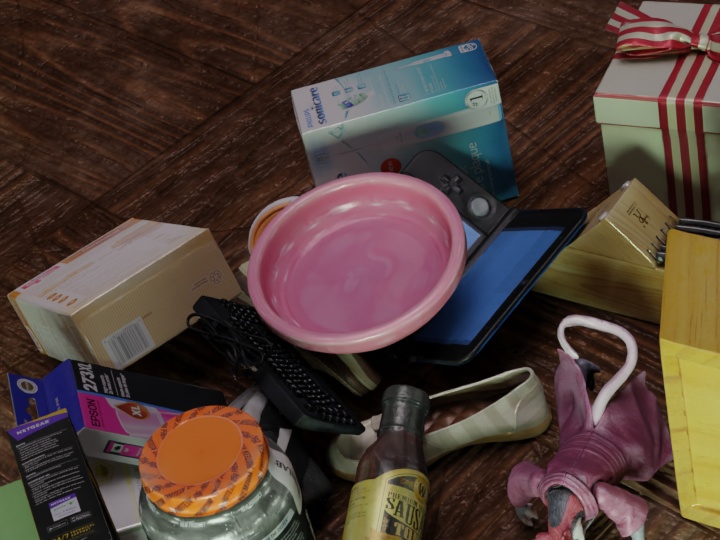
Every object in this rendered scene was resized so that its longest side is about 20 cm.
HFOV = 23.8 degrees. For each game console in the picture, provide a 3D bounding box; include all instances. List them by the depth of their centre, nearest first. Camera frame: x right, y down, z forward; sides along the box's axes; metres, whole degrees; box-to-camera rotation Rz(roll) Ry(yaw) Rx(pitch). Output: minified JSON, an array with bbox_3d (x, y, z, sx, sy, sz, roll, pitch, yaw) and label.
[{"bbox_3d":[0.077,-0.018,1.561,0.171,0.118,0.200,39,66,7],"label":"game console"}]

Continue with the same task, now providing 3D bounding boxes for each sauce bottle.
[{"bbox_3d":[0.022,0.187,1.373,0.066,0.066,0.200,0,58,17],"label":"sauce bottle"}]

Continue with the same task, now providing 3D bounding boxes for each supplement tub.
[{"bbox_3d":[-0.097,0.207,1.314,0.122,0.200,0.123,-8,40,7],"label":"supplement tub"}]

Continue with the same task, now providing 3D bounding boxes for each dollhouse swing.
[{"bbox_3d":[0.328,0.089,1.316,0.175,0.200,0.182,-2,41,16],"label":"dollhouse swing"}]

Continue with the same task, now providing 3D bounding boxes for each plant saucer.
[{"bbox_3d":[0.000,0.000,1.525,0.200,0.051,0.201,-10,47,11],"label":"plant saucer"}]

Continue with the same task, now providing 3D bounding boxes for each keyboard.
[{"bbox_3d":[-0.075,0.070,1.470,0.104,0.040,0.200,8,24,-40],"label":"keyboard"}]

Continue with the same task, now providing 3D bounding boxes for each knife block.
[{"bbox_3d":[0.271,0.011,1.552,0.064,0.176,0.200,-49,5,-36],"label":"knife block"}]

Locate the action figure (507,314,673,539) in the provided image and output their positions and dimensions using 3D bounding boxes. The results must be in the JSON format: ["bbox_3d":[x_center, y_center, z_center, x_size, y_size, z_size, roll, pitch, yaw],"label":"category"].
[{"bbox_3d":[0.188,0.151,1.343,0.134,0.149,0.200,11,32,20],"label":"action figure"}]

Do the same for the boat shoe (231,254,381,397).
[{"bbox_3d":[-0.060,0.068,1.584,0.075,0.075,0.202,-49,47,0],"label":"boat shoe"}]

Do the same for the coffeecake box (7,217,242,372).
[{"bbox_3d":[-0.228,0.022,1.620,0.153,0.073,0.200,-34,19,-21],"label":"coffeecake box"}]

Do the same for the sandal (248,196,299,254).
[{"bbox_3d":[-0.020,-0.027,1.652,0.206,0.079,0.059,4,12,20],"label":"sandal"}]

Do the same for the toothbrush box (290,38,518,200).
[{"bbox_3d":[0.045,-0.127,1.708,0.200,0.147,0.085,-14,39,0],"label":"toothbrush box"}]

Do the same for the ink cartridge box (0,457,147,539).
[{"bbox_3d":[-0.267,0.208,1.489,0.200,0.048,0.146,-17,40,-6],"label":"ink cartridge box"}]

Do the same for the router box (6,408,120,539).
[{"bbox_3d":[-0.206,0.231,1.320,0.052,0.200,0.157,-21,39,-9],"label":"router box"}]

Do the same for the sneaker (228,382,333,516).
[{"bbox_3d":[-0.069,0.158,1.469,0.073,0.112,0.200,-40,6,17],"label":"sneaker"}]

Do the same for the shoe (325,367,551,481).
[{"bbox_3d":[0.064,0.129,1.470,0.200,0.053,0.070,-15,40,-1],"label":"shoe"}]

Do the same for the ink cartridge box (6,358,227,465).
[{"bbox_3d":[-0.203,0.127,1.484,0.200,0.037,0.095,12,31,-27],"label":"ink cartridge box"}]

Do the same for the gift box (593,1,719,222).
[{"bbox_3d":[0.325,-0.162,1.627,0.184,0.187,0.200,4,44,21],"label":"gift box"}]
